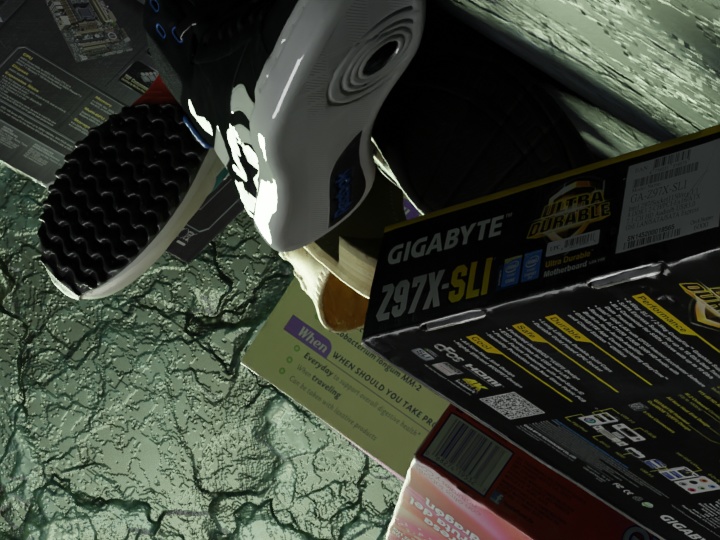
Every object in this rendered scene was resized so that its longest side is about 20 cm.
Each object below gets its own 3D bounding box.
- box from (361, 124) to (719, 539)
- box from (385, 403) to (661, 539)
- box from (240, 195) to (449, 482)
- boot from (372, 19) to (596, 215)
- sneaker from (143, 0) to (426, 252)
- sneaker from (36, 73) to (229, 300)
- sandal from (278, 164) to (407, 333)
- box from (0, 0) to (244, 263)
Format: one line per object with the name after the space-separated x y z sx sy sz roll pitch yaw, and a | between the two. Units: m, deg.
0.123 0.034 0.764 0.199 0.050 0.159 33 145 -33 | box
0.120 0.111 0.916 0.199 0.100 0.096 33 154 10 | box
0.061 0.026 1.357 0.175 0.201 0.097 34 -179 15 | box
0.051 -0.051 1.001 0.200 0.073 0.150 37 -178 29 | boot
-0.041 -0.093 0.880 0.112 0.073 0.200 51 157 16 | sneaker
-0.068 -0.063 1.081 0.070 0.200 0.093 40 -170 31 | sneaker
-0.005 0.000 1.080 0.077 0.070 0.212 -3 -161 -21 | sandal
-0.107 -0.105 1.128 0.199 0.158 0.049 29 -155 -42 | box
